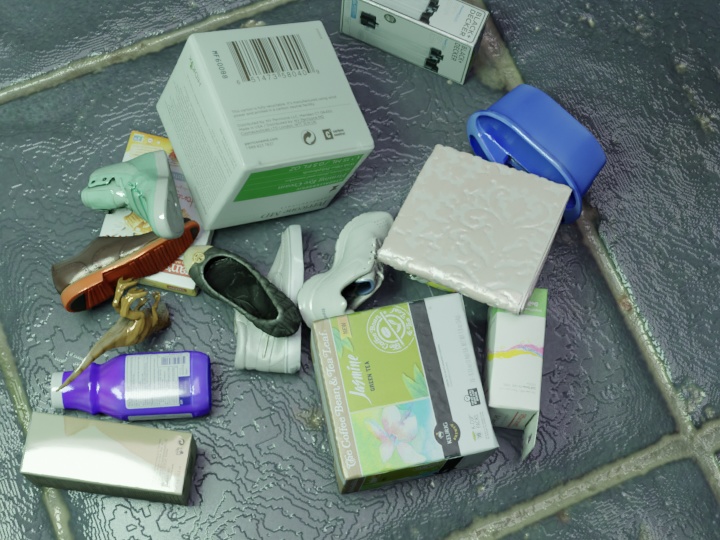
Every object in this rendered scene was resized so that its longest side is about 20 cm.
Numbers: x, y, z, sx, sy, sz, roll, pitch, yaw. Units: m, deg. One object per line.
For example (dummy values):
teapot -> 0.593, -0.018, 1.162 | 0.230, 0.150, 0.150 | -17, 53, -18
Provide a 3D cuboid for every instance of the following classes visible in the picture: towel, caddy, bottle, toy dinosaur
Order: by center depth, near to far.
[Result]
toy dinosaur -> -0.291, 0.072, 1.445 | 0.060, 0.107, 0.200 | 14, 25, 29
bottle -> -0.289, 0.148, 1.475 | 0.198, 0.065, 0.084 | -3, 67, -4
towel -> 0.148, -0.056, 1.488 | 0.198, 0.032, 0.192 | 21, 65, 17
caddy -> 0.231, -0.151, 1.567 | 0.200, 0.142, 0.105 | 43, 71, 11

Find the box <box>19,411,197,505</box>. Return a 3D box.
box -> -0.307, 0.233, 1.433 | 0.198, 0.095, 0.079 | 9, 70, -2

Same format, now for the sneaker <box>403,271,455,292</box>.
sneaker -> 0.125, -0.057, 1.573 | 0.090, 0.078, 0.201 | 30, 65, -20

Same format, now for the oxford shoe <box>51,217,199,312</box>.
oxford shoe -> -0.302, -0.026, 1.491 | 0.199, 0.071, 0.073 | -28, 68, -14

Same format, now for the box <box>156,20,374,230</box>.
box -> -0.127, -0.188, 1.511 | 0.198, 0.171, 0.202 | -13, 72, -31

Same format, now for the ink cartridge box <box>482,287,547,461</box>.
ink cartridge box -> 0.192, 0.132, 1.483 | 0.067, 0.117, 0.202 | 7, 71, 1

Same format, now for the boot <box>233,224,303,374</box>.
boot -> -0.122, 0.034, 1.520 | 0.094, 0.074, 0.202 | 2, 69, -2

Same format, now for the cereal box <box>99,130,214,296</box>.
cereal box -> -0.265, -0.077, 1.564 | 0.142, 0.040, 0.202 | 12, 72, 0

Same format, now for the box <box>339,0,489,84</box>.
box -> 0.073, -0.348, 1.634 | 0.198, 0.117, 0.061 | 24, 72, 3

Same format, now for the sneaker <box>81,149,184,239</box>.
sneaker -> -0.289, -0.082, 1.466 | 0.117, 0.074, 0.201 | -16, 29, -5

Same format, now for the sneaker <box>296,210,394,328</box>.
sneaker -> 0.000, 0.000, 1.511 | 0.075, 0.087, 0.201 | 55, 52, -32

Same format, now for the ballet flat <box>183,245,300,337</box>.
ballet flat -> -0.152, 0.018, 1.474 | 0.199, 0.057, 0.067 | 32, 78, 28

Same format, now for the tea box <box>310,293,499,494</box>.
tea box -> 0.049, 0.156, 1.458 | 0.195, 0.134, 0.202 | -12, 73, -7
